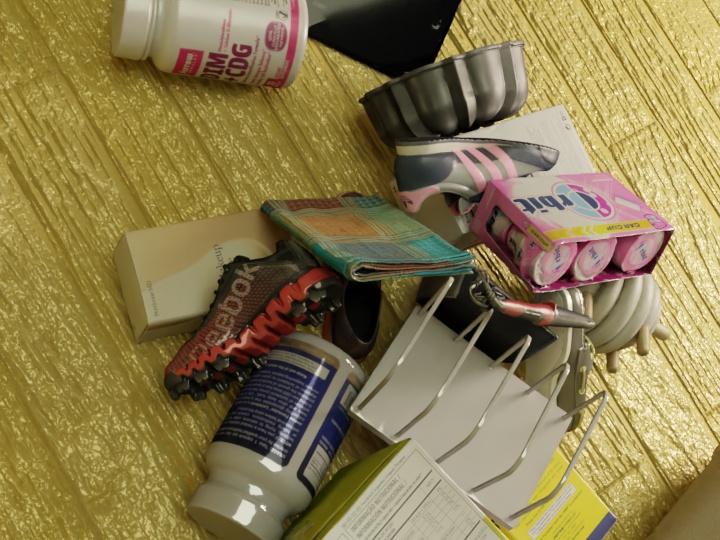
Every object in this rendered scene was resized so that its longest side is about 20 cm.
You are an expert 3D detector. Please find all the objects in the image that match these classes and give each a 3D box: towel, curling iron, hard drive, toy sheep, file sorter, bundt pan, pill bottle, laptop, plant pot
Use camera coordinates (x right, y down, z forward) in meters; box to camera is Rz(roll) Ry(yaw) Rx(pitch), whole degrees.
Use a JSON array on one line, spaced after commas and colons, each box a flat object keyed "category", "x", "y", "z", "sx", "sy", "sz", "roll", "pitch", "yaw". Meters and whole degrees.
[{"category": "towel", "x": 0.004, "y": -0.037, "z": 1.129, "sx": 0.146, "sy": 0.200, "sz": 0.022, "roll": -4, "pitch": 113, "yaw": -29}, {"category": "curling iron", "x": 0.173, "y": 0.035, "z": 1.108, "sx": 0.199, "sy": 0.026, "sz": 0.050, "roll": 14, "pitch": 36, "yaw": -44}, {"category": "hard drive", "x": 0.125, "y": 0.047, "z": 1.214, "sx": 0.135, "sy": 0.200, "sz": 0.042, "roll": 40, "pitch": 82, "yaw": -5}, {"category": "toy sheep", "x": 0.282, "y": 0.037, "z": 1.317, "sx": 0.199, "sy": 0.138, "sz": 0.139, "roll": 32, "pitch": 62, "yaw": -25}, {"category": "file sorter", "x": 0.117, "y": 0.125, "z": 1.095, "sx": 0.199, "sy": 0.125, "sz": 0.139, "roll": 36, "pitch": 62, "yaw": -1}, {"category": "bundt pan", "x": 0.103, "y": -0.190, "z": 1.291, "sx": 0.201, "sy": 0.202, "sz": 0.076, "roll": -19, "pitch": 90, "yaw": -27}, {"category": "pill bottle", "x": -0.167, "y": -0.268, "z": 1.249, "sx": 0.199, "sy": 0.113, "sz": 0.114, "roll": 5, "pitch": 70, "yaw": -20}, {"category": "laptop", "x": 0.023, "y": -0.354, "z": 1.417, "sx": 0.186, "sy": 0.116, "sz": 0.201, "roll": 23, "pitch": 93, "yaw": -12}, {"category": "pill bottle", "x": -0.082, "y": 0.169, "z": 1.124, "sx": 0.115, "sy": 0.116, "sz": 0.201, "roll": 33, "pitch": 62, "yaw": -8}, {"category": "plant pot", "x": 0.417, "y": 0.298, "z": 1.256, "sx": 0.183, "sy": 0.200, "sz": 0.201, "roll": -35, "pitch": 87, "yaw": -17}]

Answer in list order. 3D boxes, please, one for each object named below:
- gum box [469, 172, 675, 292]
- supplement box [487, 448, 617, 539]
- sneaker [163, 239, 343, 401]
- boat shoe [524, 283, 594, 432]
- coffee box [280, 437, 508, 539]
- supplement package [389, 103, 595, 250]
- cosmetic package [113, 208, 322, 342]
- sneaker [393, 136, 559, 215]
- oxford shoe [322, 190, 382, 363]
[{"category": "gum box", "x": 0.223, "y": -0.044, "z": 1.219, "sx": 0.199, "sy": 0.066, "sz": 0.114, "roll": -7, "pitch": 41, "yaw": -36}, {"category": "supplement box", "x": 0.149, "y": 0.231, "z": 1.200, "sx": 0.109, "sy": 0.109, "sz": 0.200, "roll": -41, "pitch": 89, "yaw": -29}, {"category": "sneaker", "x": -0.116, "y": 0.044, "z": 1.107, "sx": 0.200, "sy": 0.071, "sz": 0.098, "roll": -37, "pitch": 67, "yaw": 3}, {"category": "boat shoe", "x": 0.220, "y": 0.099, "z": 1.248, "sx": 0.060, "sy": 0.203, "sz": 0.072, "roll": -13, "pitch": 33, "yaw": -23}, {"category": "coffee box", "x": 0.016, "y": 0.308, "z": 1.066, "sx": 0.198, "sy": 0.200, "sz": 0.200, "roll": 46, "pitch": 63, "yaw": -1}, {"category": "supplement package", "x": 0.154, "y": -0.100, "z": 1.320, "sx": 0.199, "sy": 0.114, "sz": 0.110, "roll": -19, "pitch": 79, "yaw": -25}, {"category": "cosmetic package", "x": -0.145, "y": 0.000, "z": 1.184, "sx": 0.199, "sy": 0.071, "sz": 0.106, "roll": -13, "pitch": 77, "yaw": -26}, {"category": "sneaker", "x": 0.124, "y": -0.101, "z": 1.220, "sx": 0.199, "sy": 0.070, "sz": 0.083, "roll": -2, "pitch": 98, "yaw": -24}, {"category": "oxford shoe", "x": 0.000, "y": 0.000, "z": 1.243, "sx": 0.071, "sy": 0.073, "sz": 0.202, "roll": 5, "pitch": 69, "yaw": -20}]
